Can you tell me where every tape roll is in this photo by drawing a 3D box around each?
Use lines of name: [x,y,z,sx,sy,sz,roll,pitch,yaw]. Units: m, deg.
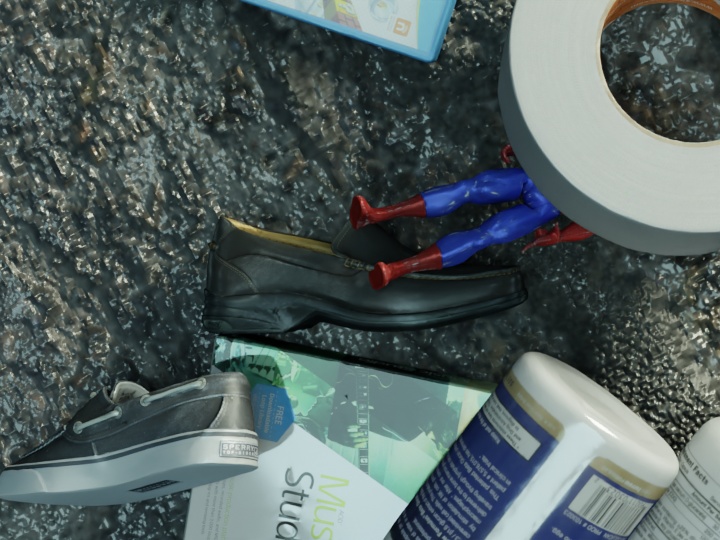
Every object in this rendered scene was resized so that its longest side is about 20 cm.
tape roll: [0.178,-0.112,1.034,0.200,0.066,0.200,0,78,-1]

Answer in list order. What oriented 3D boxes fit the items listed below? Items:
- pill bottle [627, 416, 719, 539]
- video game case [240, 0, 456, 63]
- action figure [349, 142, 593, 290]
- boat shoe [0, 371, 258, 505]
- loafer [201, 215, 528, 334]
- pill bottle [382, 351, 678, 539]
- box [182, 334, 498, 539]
pill bottle: [0.215,0.157,1.067,0.113,0.113,0.200,38,102,5]
video game case: [-0.027,-0.223,1.118,0.200,0.018,0.143,19,99,8]
action figure: [0.098,-0.041,1.076,0.200,0.052,0.065,-16,77,-14]
boat shoe: [-0.145,0.103,1.138,0.200,0.072,0.068,-17,69,38]
loafer: [0.000,0.000,1.113,0.200,0.073,0.072,-2,92,10]
pill bottle: [0.080,0.155,1.059,0.111,0.111,0.200,37,100,5]
box: [-0.002,0.126,1.144,0.200,0.036,0.144,10,98,8]
